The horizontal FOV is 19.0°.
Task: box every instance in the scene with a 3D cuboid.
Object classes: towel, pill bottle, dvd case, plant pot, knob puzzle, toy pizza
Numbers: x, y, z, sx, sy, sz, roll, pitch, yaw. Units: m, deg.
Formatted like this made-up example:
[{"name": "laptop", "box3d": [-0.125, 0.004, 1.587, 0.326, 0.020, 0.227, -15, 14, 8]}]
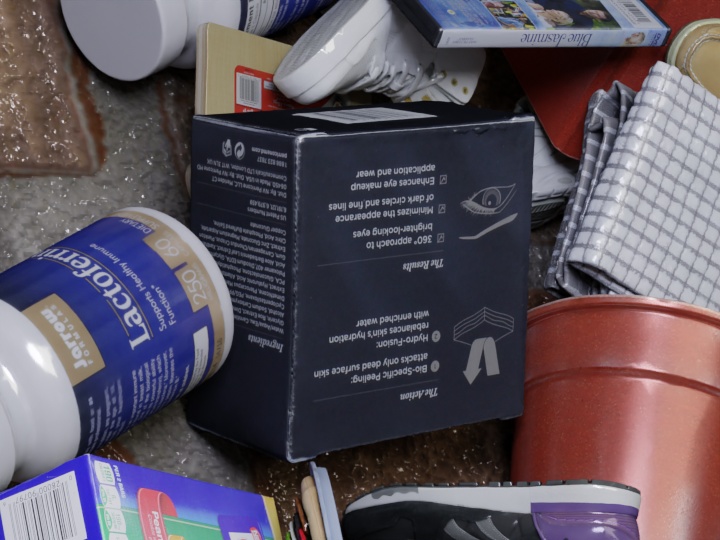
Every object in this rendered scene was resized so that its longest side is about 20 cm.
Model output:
[{"name": "towel", "box3d": [0.223, -0.025, 1.485, 0.199, 0.085, 0.166, 29, 73, -28]}, {"name": "pill bottle", "box3d": [-0.177, 0.052, 1.238, 0.200, 0.116, 0.116, -33, 88, -43]}, {"name": "pill bottle", "box3d": [-0.100, -0.204, 1.447, 0.200, 0.116, 0.116, -31, 87, -43]}, {"name": "dvd case", "box3d": [0.097, -0.196, 1.452, 0.199, 0.018, 0.143, -4, 41, -34]}, {"name": "plant pot", "box3d": [0.180, 0.149, 1.428, 0.200, 0.201, 0.196, 25, 62, -25]}, {"name": "plant pot", "box3d": [0.241, -0.184, 1.596, 0.199, 0.177, 0.200, 16, 29, -24]}, {"name": "knob puzzle", "box3d": [-0.055, -0.049, 1.430, 0.219, 0.030, 0.221, 11, 77, -53]}, {"name": "toy pizza", "box3d": [-0.018, 0.212, 1.252, 0.032, 0.200, 0.201, -10, 68, -3]}]

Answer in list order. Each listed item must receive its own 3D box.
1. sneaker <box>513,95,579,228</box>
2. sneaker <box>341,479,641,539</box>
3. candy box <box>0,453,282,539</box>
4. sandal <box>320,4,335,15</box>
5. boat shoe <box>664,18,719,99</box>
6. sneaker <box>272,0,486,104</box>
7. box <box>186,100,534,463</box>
[{"name": "sneaker", "box3d": [0.159, -0.091, 1.612, 0.199, 0.078, 0.100, -7, 66, -41]}, {"name": "sneaker", "box3d": [0.075, 0.178, 1.328, 0.076, 0.199, 0.088, 27, 62, -57]}, {"name": "candy box", "box3d": [-0.108, 0.204, 1.192, 0.200, 0.077, 0.170, 26, 46, -61]}, {"name": "sandal", "box3d": [-0.005, -0.220, 1.562, 0.207, 0.079, 0.059, 57, 45, -9]}, {"name": "boat shoe", "box3d": [0.304, -0.114, 1.504, 0.199, 0.072, 0.076, 22, 18, -25]}, {"name": "sneaker", "box3d": [0.024, -0.137, 1.451, 0.116, 0.073, 0.200, 57, 40, -13]}, {"name": "box", "box3d": [0.000, 0.000, 1.354, 0.196, 0.117, 0.201, -7, 103, -39]}]
